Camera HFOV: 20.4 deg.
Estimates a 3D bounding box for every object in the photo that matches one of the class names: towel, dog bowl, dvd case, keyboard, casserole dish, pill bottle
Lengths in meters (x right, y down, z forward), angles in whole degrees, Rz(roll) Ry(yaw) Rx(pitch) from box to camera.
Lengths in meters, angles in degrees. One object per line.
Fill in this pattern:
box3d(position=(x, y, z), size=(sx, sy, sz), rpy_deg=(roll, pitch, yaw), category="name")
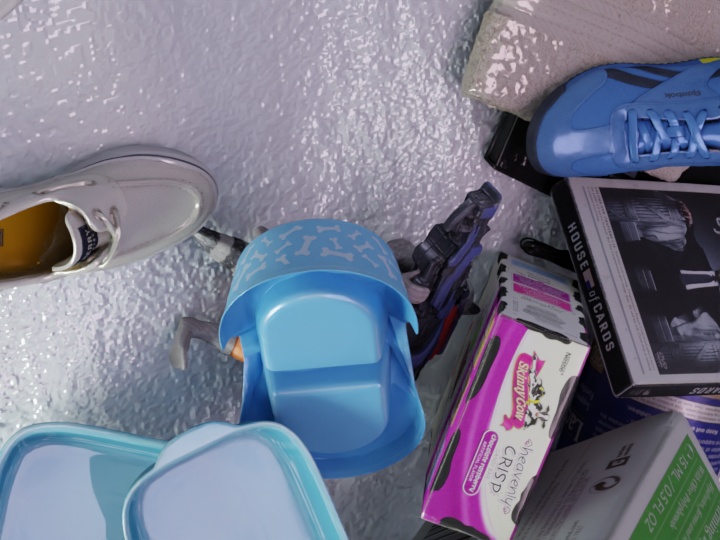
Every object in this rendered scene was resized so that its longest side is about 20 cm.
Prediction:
box3d(position=(0.160, -0.144, 1.297), size=(0.200, 0.034, 0.133), rpy_deg=(18, 92, -36), category="towel")
box3d(position=(-0.021, 0.046, 1.162), size=(0.111, 0.050, 0.200), rpy_deg=(-5, 140, 1), category="dog bowl")
box3d(position=(0.226, 0.011, 1.337), size=(0.199, 0.151, 0.025), rpy_deg=(1, 153, -36), category="dvd case")
box3d(position=(0.160, -0.050, 1.358), size=(0.200, 0.021, 0.127), rpy_deg=(22, 92, -35), category="keyboard")
box3d(position=(-0.067, 0.175, 1.177), size=(0.121, 0.039, 0.201), rpy_deg=(-25, 108, -11), category="casserole dish")
box3d(position=(-0.140, 0.159, 1.210), size=(0.199, 0.039, 0.122), rpy_deg=(13, 90, -13), category="casserole dish")
box3d(position=(0.193, 0.137, 1.401), size=(0.115, 0.116, 0.201), rpy_deg=(8, 106, -34), category="pill bottle")

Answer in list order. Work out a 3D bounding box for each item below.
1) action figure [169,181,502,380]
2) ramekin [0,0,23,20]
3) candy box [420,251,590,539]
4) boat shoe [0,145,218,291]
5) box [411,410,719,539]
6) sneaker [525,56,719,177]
box3d(position=(0.000, 0.000, 1.235), size=(0.193, 0.105, 0.200), rpy_deg=(5, 130, -38), category="action figure")
box3d(position=(-0.248, -0.208, 0.990), size=(0.202, 0.094, 0.203), rpy_deg=(-12, 117, -26), category="ramekin")
box3d(position=(0.091, 0.076, 1.263), size=(0.061, 0.200, 0.137), rpy_deg=(21, 102, -1), category="candy box")
box3d(position=(-0.165, -0.023, 1.138), size=(0.199, 0.070, 0.071), rpy_deg=(-9, 115, -28), category="boat shoe")
box3d(position=(0.134, 0.228, 1.266), size=(0.172, 0.200, 0.199), rpy_deg=(61, 32, -10), category="box")
box3d(position=(0.199, -0.095, 1.271), size=(0.199, 0.078, 0.066), rpy_deg=(-12, 113, -29), category="sneaker")
